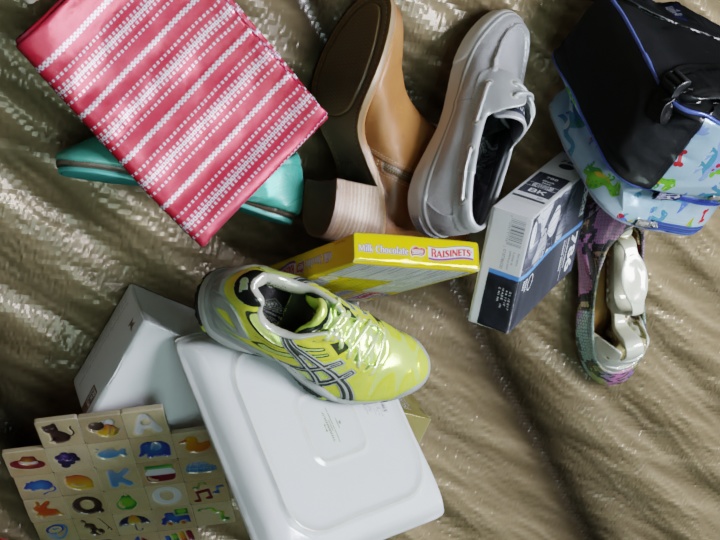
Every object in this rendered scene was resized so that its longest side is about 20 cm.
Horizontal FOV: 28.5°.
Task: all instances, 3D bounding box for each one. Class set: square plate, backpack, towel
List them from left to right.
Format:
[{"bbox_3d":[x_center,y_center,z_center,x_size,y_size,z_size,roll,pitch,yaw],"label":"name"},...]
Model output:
[{"bbox_3d":[-0.130,-0.137,1.014,0.145,0.022,0.200,-46,109,-13],"label":"towel"},{"bbox_3d":[-0.030,0.123,1.115,0.197,0.201,0.028,-13,165,-44],"label":"square plate"},{"bbox_3d":[0.262,-0.122,1.146,0.199,0.184,0.147,8,132,-30],"label":"backpack"}]

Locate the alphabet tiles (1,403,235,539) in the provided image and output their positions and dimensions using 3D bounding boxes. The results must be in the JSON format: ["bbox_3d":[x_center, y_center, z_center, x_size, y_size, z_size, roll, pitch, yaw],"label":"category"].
[{"bbox_3d":[-0.192,0.175,1.150,0.165,0.006,0.201,-7,138,0],"label":"alphabet tiles"}]

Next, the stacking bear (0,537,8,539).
[{"bbox_3d":[-0.302,0.263,1.144,0.121,0.114,0.201,-28,118,-8],"label":"stacking bear"}]

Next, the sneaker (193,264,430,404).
[{"bbox_3d":[-0.027,0.053,1.072,0.199,0.076,0.076,20,73,-27],"label":"sneaker"}]

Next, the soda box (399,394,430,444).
[{"bbox_3d":[-0.016,0.192,1.248,0.064,0.068,0.201,15,109,-29],"label":"soda box"}]

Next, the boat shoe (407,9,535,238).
[{"bbox_3d":[0.100,-0.116,1.095,0.072,0.068,0.201,49,58,-41],"label":"boat shoe"}]

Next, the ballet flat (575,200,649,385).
[{"bbox_3d":[0.231,0.032,1.270,0.069,0.071,0.201,-17,121,-15],"label":"ballet flat"}]

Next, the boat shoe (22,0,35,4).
[{"bbox_3d":[-0.228,-0.214,0.951,0.199,0.074,0.070,-7,113,-9],"label":"boat shoe"}]

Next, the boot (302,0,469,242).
[{"bbox_3d":[0.037,-0.109,1.125,0.154,0.074,0.201,7,100,-40],"label":"boot"}]

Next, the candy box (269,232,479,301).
[{"bbox_3d":[0.000,0.000,1.092,0.102,0.200,0.027,2,82,-25],"label":"candy box"}]

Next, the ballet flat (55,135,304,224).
[{"bbox_3d":[-0.132,-0.087,1.070,0.199,0.067,0.071,12,86,-28],"label":"ballet flat"}]

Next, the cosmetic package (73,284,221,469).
[{"bbox_3d":[-0.120,0.098,1.156,0.199,0.074,0.102,26,104,-29],"label":"cosmetic package"}]

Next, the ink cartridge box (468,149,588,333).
[{"bbox_3d":[0.146,-0.030,1.148,0.200,0.039,0.100,-39,142,-58],"label":"ink cartridge box"}]
